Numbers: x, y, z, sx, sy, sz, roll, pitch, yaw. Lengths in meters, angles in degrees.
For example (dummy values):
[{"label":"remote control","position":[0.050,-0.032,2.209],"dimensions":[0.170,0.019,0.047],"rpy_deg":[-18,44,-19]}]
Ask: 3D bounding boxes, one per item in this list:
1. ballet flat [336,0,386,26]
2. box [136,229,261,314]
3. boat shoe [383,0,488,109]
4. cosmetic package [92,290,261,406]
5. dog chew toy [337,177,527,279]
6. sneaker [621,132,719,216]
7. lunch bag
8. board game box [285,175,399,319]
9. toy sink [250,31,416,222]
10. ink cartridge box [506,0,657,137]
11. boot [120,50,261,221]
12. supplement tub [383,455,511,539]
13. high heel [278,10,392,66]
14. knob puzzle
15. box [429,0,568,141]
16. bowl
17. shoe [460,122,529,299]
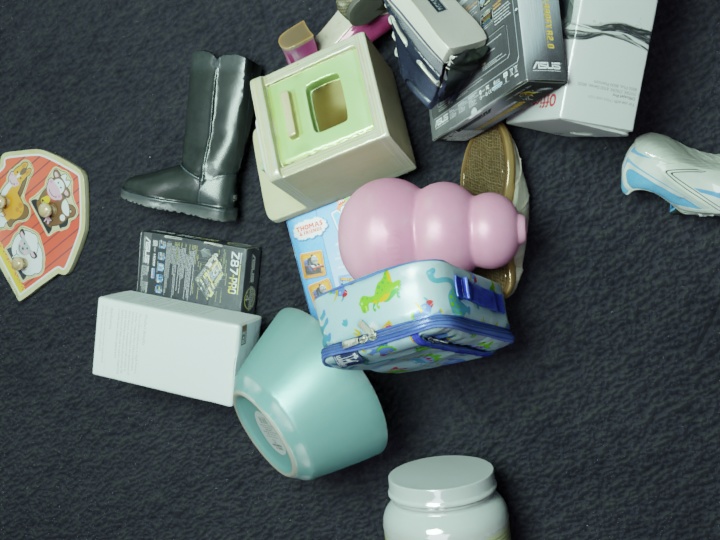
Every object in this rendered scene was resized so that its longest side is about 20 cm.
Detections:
[{"label":"ballet flat","position":[0.057,-0.339,0.842],"dimensions":[0.198,0.068,0.047],"rpy_deg":[-33,68,-6]},{"label":"box","position":[-0.219,0.057,1.000],"dimensions":[0.158,0.049,0.204],"rpy_deg":[8,97,20]},{"label":"boat shoe","position":[0.048,-0.259,0.780],"dimensions":[0.074,0.093,0.202],"rpy_deg":[-19,68,-24]},{"label":"cosmetic package","position":[-0.227,0.093,0.944],"dimensions":[0.196,0.074,0.104],"rpy_deg":[11,99,14]},{"label":"dog chew toy","position":[0.078,-0.039,0.816],"dimensions":[0.196,0.124,0.127],"rpy_deg":[-2,94,18]},{"label":"sneaker","position":[0.368,-0.082,0.788],"dimensions":[0.197,0.072,0.073],"rpy_deg":[21,135,10]},{"label":"lunch bag","position":[0.060,0.052,0.778],"dimensions":[0.159,0.199,0.084],"rpy_deg":[-19,71,28]},{"label":"board game box","position":[0.000,0.000,0.927],"dimensions":[0.149,0.037,0.204],"rpy_deg":[-15,90,19]},{"label":"toy sink","position":[-0.054,-0.158,0.876],"dimensions":[0.197,0.112,0.133],"rpy_deg":[-18,71,18]},{"label":"ink cartridge box","position":[0.223,-0.242,0.766],"dimensions":[0.082,0.145,0.204],"rpy_deg":[7,97,-11]},{"label":"boot","position":[-0.218,-0.177,0.971],"dimensions":[0.162,0.066,0.204],"rpy_deg":[11,101,9]},{"label":"supplement tub","position":[0.101,0.327,0.861],"dimensions":[0.142,0.145,0.204],"rpy_deg":[-5,92,19]},{"label":"high heel","position":[0.002,-0.275,0.910],"dimensions":[0.198,0.096,0.068],"rpy_deg":[-30,57,-3]},{"label":"knob puzzle","position":[-0.465,-0.082,1.082],"dimensions":[0.215,0.030,0.225],"rpy_deg":[1,94,19]},{"label":"box","position":[0.128,-0.236,0.782],"dimensions":[0.047,0.200,0.162],"rpy_deg":[-3,84,-21]},{"label":"bowl","position":[-0.073,0.156,0.871],"dimensions":[0.200,0.104,0.203],"rpy_deg":[39,148,30]},{"label":"shoe","position":[0.155,-0.067,0.867],"dimensions":[0.069,0.053,0.205],"rpy_deg":[-1,90,41]}]
